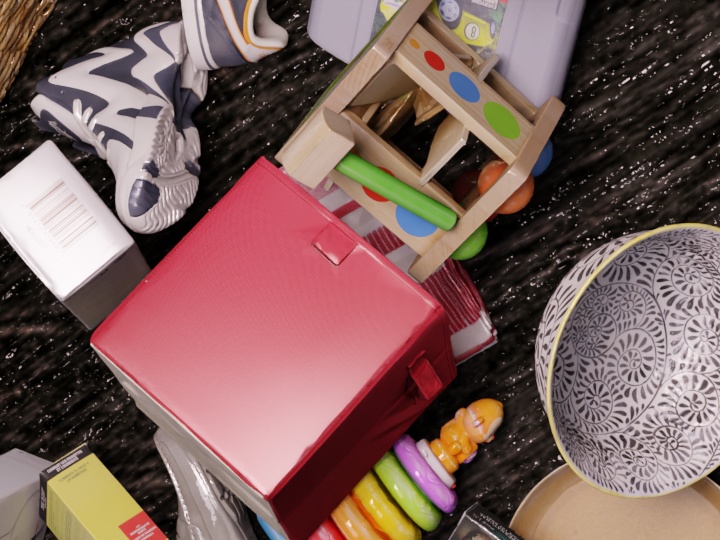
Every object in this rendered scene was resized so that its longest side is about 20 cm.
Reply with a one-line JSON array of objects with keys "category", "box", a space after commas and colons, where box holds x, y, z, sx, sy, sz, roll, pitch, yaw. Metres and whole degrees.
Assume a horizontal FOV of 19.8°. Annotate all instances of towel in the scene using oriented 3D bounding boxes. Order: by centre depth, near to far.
[{"category": "towel", "box": [0.000, 0.000, 1.576, 0.144, 0.023, 0.201, -31, 86, 19]}]

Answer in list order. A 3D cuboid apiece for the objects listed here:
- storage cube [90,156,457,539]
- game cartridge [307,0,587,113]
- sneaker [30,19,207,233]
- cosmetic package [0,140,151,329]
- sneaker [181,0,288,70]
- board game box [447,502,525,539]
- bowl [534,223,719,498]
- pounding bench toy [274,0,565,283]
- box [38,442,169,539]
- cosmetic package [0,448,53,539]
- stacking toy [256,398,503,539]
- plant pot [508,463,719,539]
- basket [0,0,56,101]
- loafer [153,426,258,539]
[{"category": "storage cube", "box": [-0.056, 0.063, 1.461, 0.200, 0.171, 0.180, 41, 79, 16]}, {"category": "game cartridge", "box": [0.061, -0.190, 1.504, 0.199, 0.041, 0.134, 18, 127, 10]}, {"category": "sneaker", "box": [-0.192, -0.100, 1.551, 0.129, 0.080, 0.200, -11, 53, 18]}, {"category": "cosmetic package", "box": [-0.217, -0.022, 1.543, 0.074, 0.200, 0.102, -39, 84, -7]}, {"category": "sneaker", "box": [-0.103, -0.252, 1.545, 0.079, 0.079, 0.201, -5, 115, 15]}, {"category": "board game box", "box": [0.089, 0.293, 1.554, 0.135, 0.028, 0.201, 36, 115, 15]}, {"category": "bowl", "box": [0.194, 0.052, 1.466, 0.200, 0.094, 0.202, -9, 110, -25]}, {"category": "pounding bench toy", "box": [0.039, -0.076, 1.437, 0.156, 0.200, 0.124, 41, 124, -6]}, {"category": "box", "box": [-0.174, 0.231, 1.600, 0.200, 0.050, 0.075, 45, 149, 24]}, {"category": "cosmetic package", "box": [-0.311, 0.254, 1.633, 0.051, 0.151, 0.201, 20, 102, 15]}, {"category": "stacking toy", "box": [0.031, 0.165, 1.554, 0.200, 0.116, 0.110, -38, 79, 3]}, {"category": "plant pot", "box": [0.203, 0.230, 1.534, 0.199, 0.027, 0.201, 2, 96, 17]}, {"category": "basket", "box": [-0.362, -0.172, 1.608, 0.149, 0.143, 0.201, 34, 104, 10]}, {"category": "loafer", "box": [-0.117, 0.212, 1.610, 0.070, 0.070, 0.201, -26, 88, 10]}]
